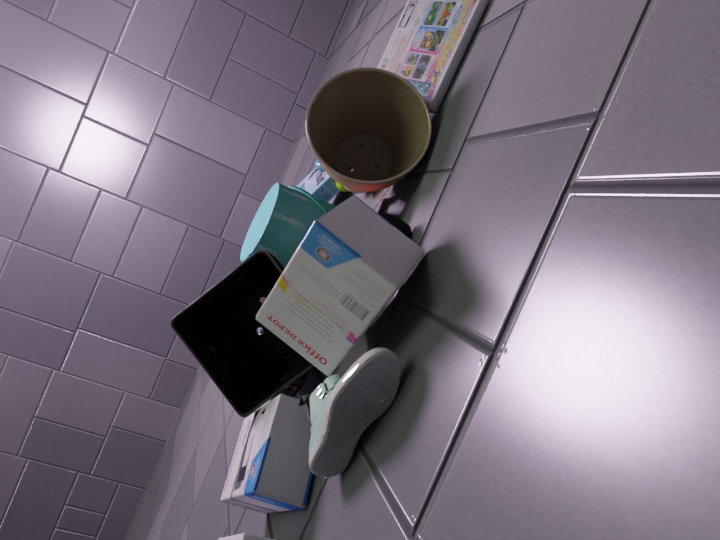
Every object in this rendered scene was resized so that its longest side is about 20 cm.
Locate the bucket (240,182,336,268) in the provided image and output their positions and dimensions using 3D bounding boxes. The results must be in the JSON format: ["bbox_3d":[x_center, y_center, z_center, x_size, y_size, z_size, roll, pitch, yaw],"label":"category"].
[{"bbox_3d":[-0.147,-0.072,1.111,0.207,0.135,0.207,-49,26,34],"label":"bucket"}]

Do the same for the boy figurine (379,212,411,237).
[{"bbox_3d":[0.000,0.000,0.844,0.200,0.064,0.125,-50,23,46],"label":"boy figurine"}]

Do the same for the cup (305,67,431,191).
[{"bbox_3d":[0.010,-0.213,0.921,0.143,0.200,0.201,104,-175,-75],"label":"cup"}]

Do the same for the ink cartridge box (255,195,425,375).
[{"bbox_3d":[-0.033,0.027,0.725,0.200,0.128,0.125,-53,-4,32],"label":"ink cartridge box"}]

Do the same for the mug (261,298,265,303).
[{"bbox_3d":[-0.257,0.080,1.410,0.200,0.133,0.178,180,70,-78],"label":"mug"}]

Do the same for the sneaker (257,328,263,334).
[{"bbox_3d":[-0.212,0.181,1.238,0.078,0.090,0.200,-21,21,12],"label":"sneaker"}]

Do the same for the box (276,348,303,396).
[{"bbox_3d":[-0.165,0.230,1.095,0.200,0.035,0.110,-52,23,40],"label":"box"}]

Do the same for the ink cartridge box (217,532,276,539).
[{"bbox_3d":[-0.162,0.461,0.708,0.145,0.084,0.200,-45,28,52],"label":"ink cartridge box"}]

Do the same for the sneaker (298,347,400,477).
[{"bbox_3d":[-0.021,0.150,0.689,0.201,0.074,0.118,-62,24,25],"label":"sneaker"}]

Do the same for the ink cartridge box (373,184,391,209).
[{"bbox_3d":[-0.031,-0.064,0.917,0.200,0.050,0.161,-56,3,-2],"label":"ink cartridge box"}]

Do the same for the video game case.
[{"bbox_3d":[0.110,-0.385,0.951,0.182,0.024,0.200,33,100,46],"label":"video game case"}]

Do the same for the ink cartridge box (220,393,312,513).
[{"bbox_3d":[-0.140,0.294,0.853,0.200,0.084,0.145,-43,28,54],"label":"ink cartridge box"}]

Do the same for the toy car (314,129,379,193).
[{"bbox_3d":[-0.019,-0.261,1.085,0.200,0.150,0.175,-61,18,19],"label":"toy car"}]

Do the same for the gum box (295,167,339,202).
[{"bbox_3d":[-0.080,-0.217,1.290,0.200,0.045,0.170,-42,23,13],"label":"gum box"}]

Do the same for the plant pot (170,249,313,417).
[{"bbox_3d":[-0.166,0.098,0.949,0.200,0.200,0.177,-37,0,4],"label":"plant pot"}]
